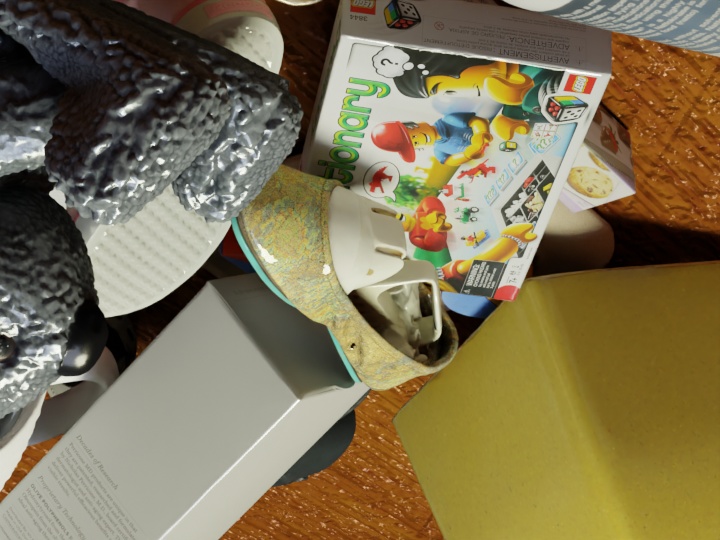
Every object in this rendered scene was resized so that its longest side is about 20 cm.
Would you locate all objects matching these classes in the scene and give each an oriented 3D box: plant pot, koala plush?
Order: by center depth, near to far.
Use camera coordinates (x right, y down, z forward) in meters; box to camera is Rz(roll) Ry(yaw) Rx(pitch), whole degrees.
[{"bbox_3d":[-0.152,-0.021,0.888,0.183,0.201,0.177,26,-172,11],"label":"koala plush"},{"bbox_3d":[0.163,0.129,1.270,0.194,0.201,0.194,-3,154,-27],"label":"plant pot"}]

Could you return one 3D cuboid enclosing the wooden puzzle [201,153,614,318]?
[{"bbox_3d":[0.017,-0.011,1.224,0.199,0.047,0.185,-19,145,29],"label":"wooden puzzle"}]

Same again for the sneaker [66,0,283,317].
[{"bbox_3d":[-0.102,-0.076,1.040,0.075,0.105,0.201,-3,137,-33],"label":"sneaker"}]

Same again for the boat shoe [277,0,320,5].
[{"bbox_3d":[-0.026,-0.171,0.930,0.073,0.063,0.201,3,150,-7],"label":"boat shoe"}]

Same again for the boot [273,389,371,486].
[{"bbox_3d":[-0.045,0.078,1.312,0.199,0.077,0.168,-22,165,26],"label":"boot"}]

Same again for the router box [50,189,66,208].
[{"bbox_3d":[-0.223,-0.054,1.140,0.199,0.049,0.179,-24,143,35],"label":"router box"}]

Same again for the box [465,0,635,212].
[{"bbox_3d":[0.074,-0.091,1.093,0.041,0.039,0.200,-19,145,28],"label":"box"}]

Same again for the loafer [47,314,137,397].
[{"bbox_3d":[-0.166,0.041,1.285,0.069,0.070,0.200,0,150,-2],"label":"loafer"}]

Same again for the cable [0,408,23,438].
[{"bbox_3d":[-0.220,0.015,1.013,0.162,0.051,0.201,11,110,3],"label":"cable"}]

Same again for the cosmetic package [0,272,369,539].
[{"bbox_3d":[-0.094,0.096,1.182,0.200,0.085,0.107,-47,165,20],"label":"cosmetic package"}]

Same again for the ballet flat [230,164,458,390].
[{"bbox_3d":[0.000,0.000,1.070,0.070,0.071,0.200,-10,150,16],"label":"ballet flat"}]

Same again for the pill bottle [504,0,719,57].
[{"bbox_3d":[0.106,-0.157,0.882,0.199,0.120,0.120,9,149,-29],"label":"pill bottle"}]

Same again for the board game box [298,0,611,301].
[{"bbox_3d":[0.037,-0.057,1.069,0.125,0.035,0.200,8,147,-6],"label":"board game box"}]

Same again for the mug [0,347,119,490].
[{"bbox_3d":[-0.227,0.073,1.178,0.199,0.148,0.175,-7,156,-22],"label":"mug"}]
